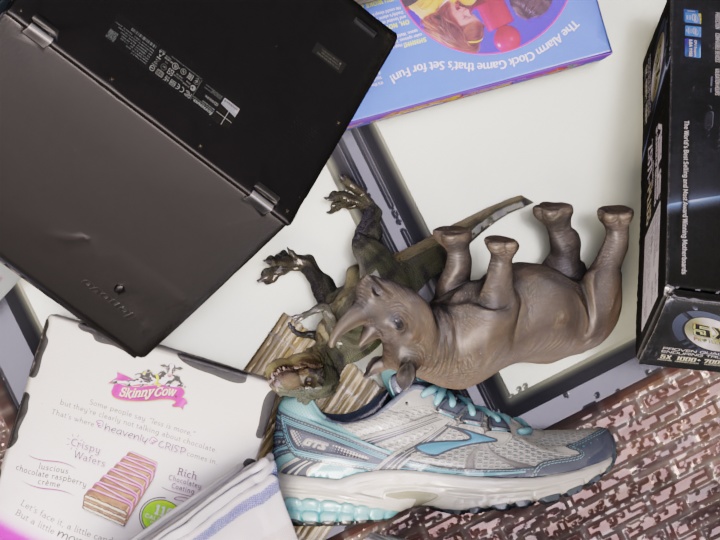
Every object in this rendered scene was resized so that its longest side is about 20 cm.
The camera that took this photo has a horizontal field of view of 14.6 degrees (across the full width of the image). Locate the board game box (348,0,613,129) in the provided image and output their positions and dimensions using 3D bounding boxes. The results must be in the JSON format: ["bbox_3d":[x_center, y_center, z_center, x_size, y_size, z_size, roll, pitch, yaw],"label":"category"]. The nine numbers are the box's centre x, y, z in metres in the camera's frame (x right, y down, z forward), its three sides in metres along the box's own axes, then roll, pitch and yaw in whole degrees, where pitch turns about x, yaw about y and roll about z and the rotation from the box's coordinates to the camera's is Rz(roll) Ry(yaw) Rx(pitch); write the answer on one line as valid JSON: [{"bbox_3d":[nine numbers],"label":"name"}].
[{"bbox_3d":[0.029,-0.160,1.606,0.199,0.045,0.135,-15,89,-4],"label":"board game box"}]

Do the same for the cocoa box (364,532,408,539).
[{"bbox_3d":[0.098,0.232,1.538,0.199,0.133,0.132,13,89,-17],"label":"cocoa box"}]

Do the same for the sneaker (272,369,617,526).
[{"bbox_3d":[0.046,0.094,1.577,0.199,0.078,0.087,-5,89,-9],"label":"sneaker"}]

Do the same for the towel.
[{"bbox_3d":[-0.076,0.215,1.534,0.147,0.024,0.200,-33,121,-27],"label":"towel"}]

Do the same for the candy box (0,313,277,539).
[{"bbox_3d":[-0.137,0.138,1.567,0.136,0.061,0.201,18,88,-2],"label":"candy box"}]

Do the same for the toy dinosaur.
[{"bbox_3d":[0.000,0.000,1.594,0.088,0.048,0.200,38,62,19],"label":"toy dinosaur"}]

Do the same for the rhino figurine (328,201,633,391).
[{"bbox_3d":[0.067,0.021,1.563,0.200,0.060,0.088,-13,110,-33],"label":"rhino figurine"}]

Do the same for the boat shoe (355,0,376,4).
[{"bbox_3d":[-0.005,-0.182,1.543,0.200,0.065,0.072,-31,87,-12],"label":"boat shoe"}]

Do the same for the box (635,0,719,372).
[{"bbox_3d":[0.241,-0.045,1.559,0.163,0.086,0.201,7,62,-4],"label":"box"}]

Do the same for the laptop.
[{"bbox_3d":[-0.119,-0.092,1.497,0.187,0.116,0.200,37,68,-18],"label":"laptop"}]

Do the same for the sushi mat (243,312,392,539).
[{"bbox_3d":[-0.063,0.132,1.609,0.096,0.012,0.200,35,86,-3],"label":"sushi mat"}]

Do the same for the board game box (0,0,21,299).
[{"bbox_3d":[-0.196,-0.096,1.545,0.200,0.064,0.148,-47,132,-4],"label":"board game box"}]
